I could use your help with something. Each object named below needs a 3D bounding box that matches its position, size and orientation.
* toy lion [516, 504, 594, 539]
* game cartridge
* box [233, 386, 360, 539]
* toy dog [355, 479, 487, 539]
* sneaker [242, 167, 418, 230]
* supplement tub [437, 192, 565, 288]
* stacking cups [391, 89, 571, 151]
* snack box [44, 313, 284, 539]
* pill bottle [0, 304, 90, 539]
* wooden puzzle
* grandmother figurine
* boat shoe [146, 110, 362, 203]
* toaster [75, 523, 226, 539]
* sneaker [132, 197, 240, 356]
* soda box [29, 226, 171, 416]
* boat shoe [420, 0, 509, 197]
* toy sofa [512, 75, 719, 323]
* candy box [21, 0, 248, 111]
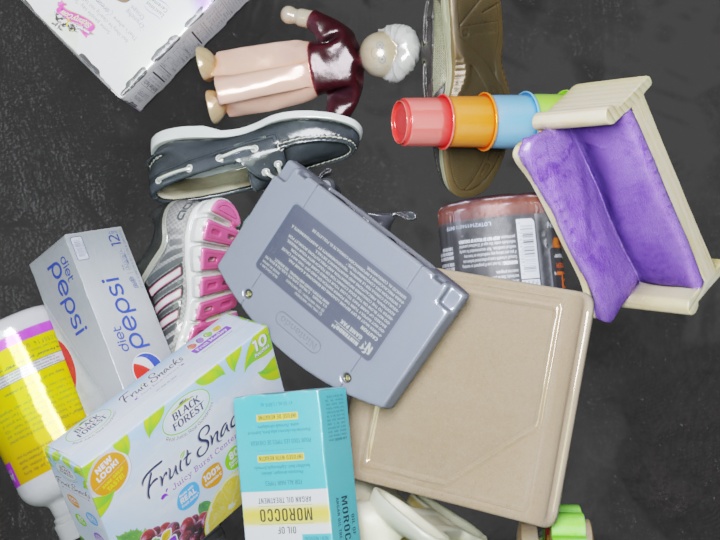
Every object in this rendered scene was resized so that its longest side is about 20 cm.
[{"bbox_3d":[0.166,0.290,0.916,0.068,0.192,0.201,-1,89,5],"label":"toy lion"},{"bbox_3d":[-0.022,0.016,0.931,0.200,0.042,0.133,39,107,22],"label":"game cartridge"},{"bbox_3d":[-0.048,0.196,0.888,0.082,0.049,0.201,-9,84,26],"label":"box"},{"bbox_3d":[-0.018,0.276,0.963,0.194,0.140,0.200,29,91,18],"label":"toy dog"},{"bbox_3d":[0.000,0.000,0.998,0.140,0.078,0.200,-34,86,4],"label":"sneaker"},{"bbox_3d":[0.127,0.037,0.972,0.107,0.107,0.201,-6,88,5],"label":"supplement tub"},{"bbox_3d":[0.124,-0.128,0.966,0.199,0.060,0.061,-2,88,-17],"label":"stacking cups"},{"bbox_3d":[-0.145,0.147,0.913,0.053,0.200,0.143,15,130,38],"label":"snack box"},{"bbox_3d":[-0.276,0.139,1.004,0.104,0.104,0.200,-27,86,4],"label":"pill bottle"},{"bbox_3d":[0.084,0.096,0.911,0.200,0.037,0.186,10,88,29],"label":"wooden puzzle"},{"bbox_3d":[-0.042,-0.181,1.017,0.199,0.061,0.122,-11,109,7],"label":"grandmother figurine"},{"bbox_3d":[-0.095,-0.097,1.007,0.199,0.076,0.060,-8,63,15],"label":"boat shoe"},{"bbox_3d":[-0.198,0.314,0.984,0.180,0.119,0.201,-11,87,4],"label":"toaster"},{"bbox_3d":[-0.164,0.025,1.016,0.087,0.074,0.200,17,106,32],"label":"sneaker"},{"bbox_3d":[-0.216,0.067,0.978,0.068,0.063,0.200,-30,79,40],"label":"soda box"},{"bbox_3d":[0.090,-0.168,1.003,0.073,0.065,0.201,-6,106,-26],"label":"boat shoe"},{"bbox_3d":[0.216,-0.052,0.924,0.098,0.083,0.200,-42,116,-27],"label":"toy sofa"},{"bbox_3d":[-0.200,-0.278,1.028,0.200,0.072,0.168,-45,85,2],"label":"candy box"}]
